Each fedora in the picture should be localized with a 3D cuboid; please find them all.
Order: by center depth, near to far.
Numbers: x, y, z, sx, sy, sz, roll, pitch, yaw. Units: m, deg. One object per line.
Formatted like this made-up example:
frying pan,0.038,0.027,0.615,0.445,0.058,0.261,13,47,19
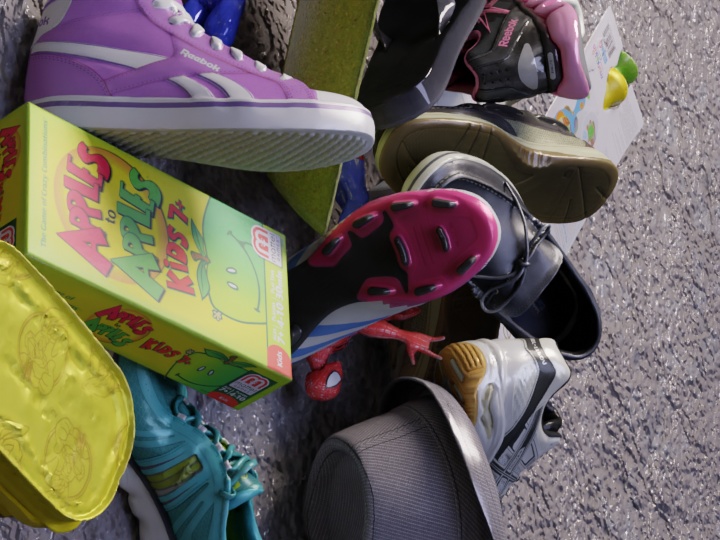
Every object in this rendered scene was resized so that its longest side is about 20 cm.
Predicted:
fedora,0.021,0.168,1.720,0.090,0.177,0.200,-14,133,-20

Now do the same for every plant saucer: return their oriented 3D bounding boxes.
plant saucer,-0.022,-0.133,1.670,0.200,0.048,0.200,-92,-165,-82

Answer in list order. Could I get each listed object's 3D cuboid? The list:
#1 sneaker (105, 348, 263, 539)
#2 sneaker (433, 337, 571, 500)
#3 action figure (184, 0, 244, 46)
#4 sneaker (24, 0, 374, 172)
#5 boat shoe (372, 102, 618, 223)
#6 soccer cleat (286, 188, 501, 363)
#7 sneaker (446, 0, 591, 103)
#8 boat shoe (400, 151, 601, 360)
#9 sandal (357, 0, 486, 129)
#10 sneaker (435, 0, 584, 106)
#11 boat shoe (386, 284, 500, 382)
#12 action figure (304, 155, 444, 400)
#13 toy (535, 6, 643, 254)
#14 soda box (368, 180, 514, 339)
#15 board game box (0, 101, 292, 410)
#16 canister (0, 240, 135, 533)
sneaker,-0.095,0.113,1.582,0.078,0.080,0.200,-46,122,-51
sneaker,0.090,0.121,1.770,0.200,0.088,0.076,102,-29,-49
action figure,-0.096,-0.177,1.626,0.200,0.065,0.099,-65,146,-40
sneaker,-0.088,-0.121,1.533,0.073,0.200,0.114,101,-6,-71
boat shoe,0.079,-0.076,1.766,0.201,0.066,0.072,8,120,-39
soccer cleat,0.000,0.000,1.656,0.070,0.200,0.086,65,20,0
sneaker,0.081,-0.151,1.796,0.200,0.095,0.079,-137,-150,-71
boat shoe,0.095,-0.007,1.729,0.075,0.062,0.200,-48,131,-6
sandal,0.036,-0.161,1.742,0.043,0.076,0.200,59,21,-24
sneaker,0.092,-0.147,1.926,0.200,0.081,0.077,-51,129,-47
boat shoe,0.054,0.050,1.819,0.071,0.065,0.200,-1,116,-33
action figure,0.016,-0.004,1.755,0.065,0.099,0.200,105,-1,-71
toy,0.135,-0.082,1.911,0.200,0.047,0.115,-54,141,-33
soda box,0.070,0.024,1.871,0.064,0.068,0.200,-40,119,-57
board game box,-0.126,-0.006,1.519,0.200,0.048,0.102,28,46,-39
canister,-0.227,0.059,1.262,0.149,0.200,0.087,53,43,-39
